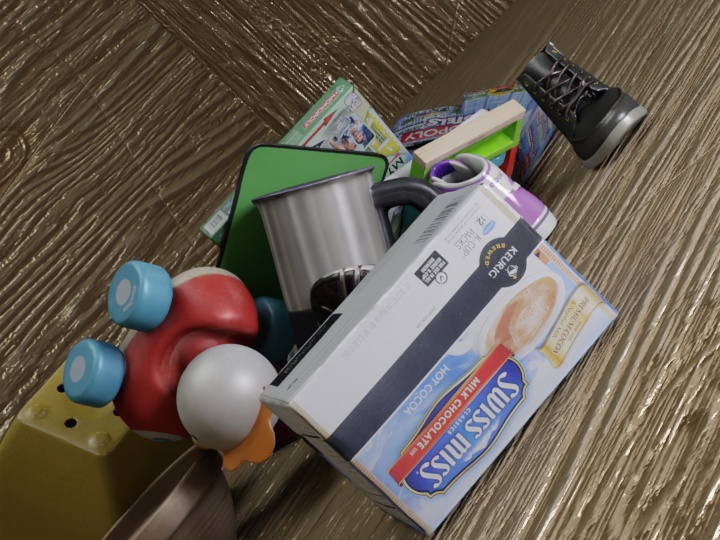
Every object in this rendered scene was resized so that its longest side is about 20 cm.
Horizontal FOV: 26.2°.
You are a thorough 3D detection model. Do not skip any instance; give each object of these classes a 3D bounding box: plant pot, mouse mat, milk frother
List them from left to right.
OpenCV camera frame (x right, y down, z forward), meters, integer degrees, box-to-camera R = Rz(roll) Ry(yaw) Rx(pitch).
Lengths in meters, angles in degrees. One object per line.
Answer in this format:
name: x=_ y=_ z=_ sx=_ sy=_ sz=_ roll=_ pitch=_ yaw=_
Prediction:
plant pot: x=-0.278 y=0.205 z=1.665 sx=0.194 sy=0.195 sz=0.201 roll=-53 pitch=-25 yaw=-40
plant pot: x=-0.184 y=0.267 z=1.477 sx=0.201 sy=0.093 sz=0.201 roll=-45 pitch=7 yaw=7
mouse mat: x=-0.063 y=-0.027 z=1.496 sx=0.008 sy=0.160 sz=0.201 roll=42 pitch=122 yaw=49
milk frother: x=0.000 y=0.000 z=1.461 sx=0.180 sy=0.189 sz=0.200 roll=-15 pitch=5 yaw=-12

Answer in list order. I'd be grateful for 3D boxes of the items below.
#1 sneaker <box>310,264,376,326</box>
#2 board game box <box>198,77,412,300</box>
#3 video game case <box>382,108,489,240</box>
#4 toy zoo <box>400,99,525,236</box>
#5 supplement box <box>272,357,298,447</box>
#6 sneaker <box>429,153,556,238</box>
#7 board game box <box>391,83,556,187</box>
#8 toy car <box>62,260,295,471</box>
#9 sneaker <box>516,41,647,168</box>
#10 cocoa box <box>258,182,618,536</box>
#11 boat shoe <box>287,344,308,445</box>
sneaker: x=0.064 y=0.016 z=1.331 sx=0.199 sy=0.076 sz=0.115 roll=-1 pitch=19 yaw=29
board game box: x=-0.046 y=-0.072 z=1.510 sx=0.200 sy=0.135 sz=0.029 roll=-48 pitch=40 yaw=-4
video game case: x=0.062 y=-0.050 z=1.595 sx=0.182 sy=0.023 sz=0.201 roll=-38 pitch=-27 yaw=-41
toy zoo: x=0.096 y=-0.068 z=1.542 sx=0.131 sy=0.020 sz=0.200 roll=-29 pitch=-32 yaw=-27
supplement box: x=-0.063 y=0.098 z=1.731 sx=0.200 sy=0.086 sz=0.110 roll=-51 pitch=8 yaw=-28
sneaker: x=0.106 y=-0.060 z=1.478 sx=0.073 sy=0.114 sz=0.200 roll=-51 pitch=6 yaw=-20
board game box: x=0.118 y=-0.135 z=1.735 sx=0.199 sy=0.062 sz=0.200 roll=-8 pitch=28 yaw=12
toy car: x=-0.138 y=0.115 z=1.400 sx=0.177 sy=0.184 sz=0.200 roll=-56 pitch=42 yaw=18
sneaker: x=0.204 y=-0.162 z=1.482 sx=0.075 sy=0.106 sz=0.200 roll=-46 pitch=7 yaw=2
cocoa box: x=0.050 y=0.059 z=1.055 sx=0.200 sy=0.131 sz=0.133 roll=-48 pitch=7 yaw=-9
boat shoe: x=-0.039 y=0.133 z=1.486 sx=0.200 sy=0.073 sz=0.061 roll=-122 pitch=34 yaw=-67
